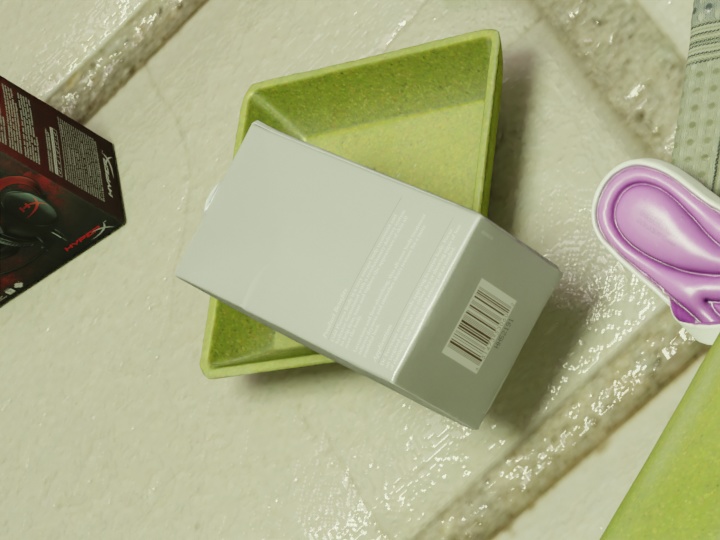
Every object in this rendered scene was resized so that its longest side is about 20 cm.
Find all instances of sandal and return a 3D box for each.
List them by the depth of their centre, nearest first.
[{"bbox_3d":[0.194,0.007,1.240,0.202,0.050,0.083,30,107,34],"label":"sandal"}]

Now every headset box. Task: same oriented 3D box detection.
[{"bbox_3d":[-0.279,-0.062,1.590,0.148,0.200,0.075,-31,51,23],"label":"headset box"}]

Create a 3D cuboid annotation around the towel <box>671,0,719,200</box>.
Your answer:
[{"bbox_3d":[0.260,-0.117,1.288,0.192,0.035,0.201,-5,64,35],"label":"towel"}]

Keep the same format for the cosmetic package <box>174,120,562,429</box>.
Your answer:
[{"bbox_3d":[0.000,0.000,1.339,0.200,0.090,0.107,27,87,47],"label":"cosmetic package"}]

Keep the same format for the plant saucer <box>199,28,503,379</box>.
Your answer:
[{"bbox_3d":[0.005,-0.030,1.440,0.199,0.048,0.201,-9,63,37],"label":"plant saucer"}]

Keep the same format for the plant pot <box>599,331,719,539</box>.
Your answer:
[{"bbox_3d":[0.199,0.127,1.118,0.200,0.200,0.185,4,59,41],"label":"plant pot"}]
